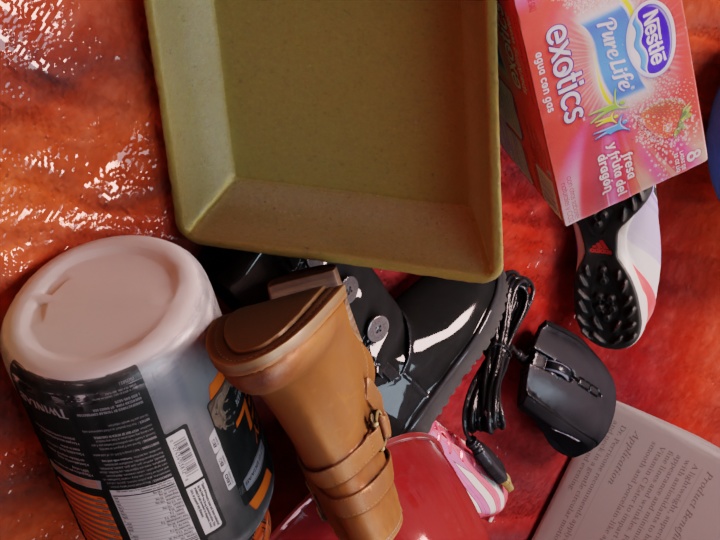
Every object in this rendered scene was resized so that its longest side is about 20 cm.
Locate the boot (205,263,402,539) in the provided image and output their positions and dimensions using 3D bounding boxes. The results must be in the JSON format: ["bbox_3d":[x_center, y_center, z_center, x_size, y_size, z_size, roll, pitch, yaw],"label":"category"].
[{"bbox_3d":[-0.019,0.085,1.117,0.200,0.073,0.156,-40,116,-75],"label":"boot"}]

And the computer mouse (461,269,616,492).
[{"bbox_3d":[0.139,0.104,1.468,0.200,0.046,0.141,50,52,-48],"label":"computer mouse"}]

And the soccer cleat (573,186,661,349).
[{"bbox_3d":[0.188,-0.043,1.467,0.073,0.068,0.201,-50,141,-52],"label":"soccer cleat"}]

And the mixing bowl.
[{"bbox_3d":[0.016,0.214,1.276,0.200,0.108,0.201,-36,151,-24],"label":"mixing bowl"}]

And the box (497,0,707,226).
[{"bbox_3d":[0.114,-0.141,1.102,0.094,0.103,0.201,-24,129,-8],"label":"box"}]

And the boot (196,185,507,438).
[{"bbox_3d":[0.000,0.001,1.279,0.200,0.065,0.165,47,59,-33],"label":"boot"}]

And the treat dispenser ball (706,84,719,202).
[{"bbox_3d":[0.357,-0.095,1.499,0.200,0.200,0.202,-25,128,-36],"label":"treat dispenser ball"}]

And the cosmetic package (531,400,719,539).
[{"bbox_3d":[0.266,0.225,1.586,0.165,0.199,0.166,24,94,-50],"label":"cosmetic package"}]

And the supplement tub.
[{"bbox_3d":[-0.120,0.089,1.156,0.122,0.122,0.201,-39,136,-25],"label":"supplement tub"}]

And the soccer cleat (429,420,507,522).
[{"bbox_3d":[0.045,0.129,1.404,0.199,0.066,0.077,16,95,-47],"label":"soccer cleat"}]

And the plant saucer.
[{"bbox_3d":[-0.013,-0.096,1.127,0.049,0.199,0.201,-64,156,-49],"label":"plant saucer"}]
